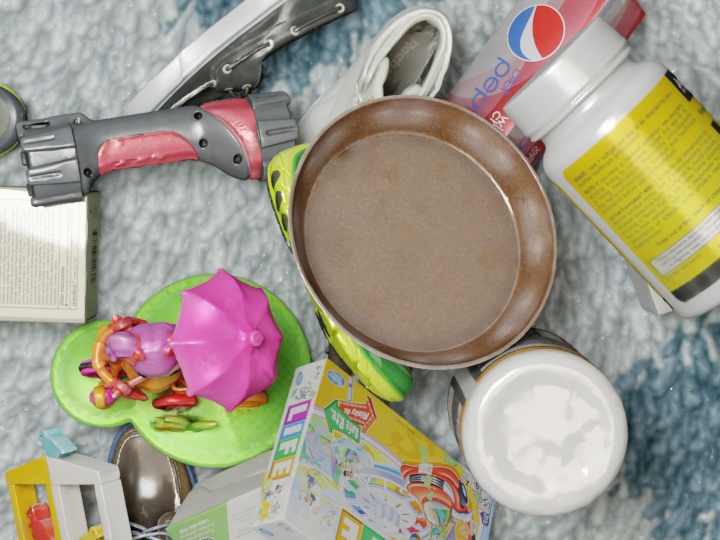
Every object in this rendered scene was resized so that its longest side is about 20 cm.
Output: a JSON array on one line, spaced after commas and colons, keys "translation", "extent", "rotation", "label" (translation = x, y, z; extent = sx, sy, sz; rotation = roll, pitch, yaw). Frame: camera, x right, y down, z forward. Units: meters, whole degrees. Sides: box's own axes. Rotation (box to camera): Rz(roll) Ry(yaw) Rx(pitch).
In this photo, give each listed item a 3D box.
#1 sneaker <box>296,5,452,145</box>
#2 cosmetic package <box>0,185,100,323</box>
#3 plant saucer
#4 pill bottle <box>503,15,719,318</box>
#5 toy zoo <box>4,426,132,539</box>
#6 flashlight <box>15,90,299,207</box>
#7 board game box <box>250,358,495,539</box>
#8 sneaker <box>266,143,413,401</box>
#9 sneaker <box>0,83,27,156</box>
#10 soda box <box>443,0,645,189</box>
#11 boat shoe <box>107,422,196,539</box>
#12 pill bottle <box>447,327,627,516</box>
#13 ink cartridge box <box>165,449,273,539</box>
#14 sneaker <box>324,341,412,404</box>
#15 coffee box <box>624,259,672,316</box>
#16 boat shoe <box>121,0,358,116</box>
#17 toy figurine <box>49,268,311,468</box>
[{"translation": [-0.001, -0.114, 1.359], "extent": [0.074, 0.116, 0.200], "rotation": [33, 94, -4], "label": "sneaker"}, {"translation": [-0.300, -0.015, 1.382], "extent": [0.199, 0.073, 0.104], "rotation": [3, 93, 0], "label": "cosmetic package"}, {"translation": [0.040, -0.024, 1.281], "extent": [0.200, 0.034, 0.201], "rotation": [6, 72, -18], "label": "plant saucer"}, {"translation": [0.201, -0.074, 1.283], "extent": [0.114, 0.114, 0.200], "rotation": [-44, 93, 2], "label": "pill bottle"}, {"translation": [-0.213, 0.216, 1.378], "extent": [0.020, 0.131, 0.201], "rotation": [-13, 94, -42], "label": "toy zoo"}, {"translation": [-0.146, -0.085, 1.341], "extent": [0.199, 0.068, 0.068], "rotation": [-12, 124, -12], "label": "flashlight"}, {"translation": [0.015, 0.174, 1.335], "extent": [0.200, 0.034, 0.135], "rotation": [40, 49, -31], "label": "board game box"}, {"translation": [0.000, 0.000, 1.315], "extent": [0.083, 0.074, 0.201], "rotation": [-22, 95, -6], "label": "sneaker"}, {"translation": [-0.351, -0.120, 1.372], "extent": [0.199, 0.081, 0.074], "rotation": [6, 93, -1], "label": "sneaker"}, {"translation": [0.124, -0.140, 1.371], "extent": [0.063, 0.070, 0.200], "rotation": [37, 92, 28], "label": "soda box"}, {"translation": [-0.157, 0.214, 1.396], "extent": [0.072, 0.072, 0.201], "rotation": [-6, 93, 1], "label": "boat shoe"}, {"translation": [0.122, 0.103, 1.328], "extent": [0.116, 0.200, 0.117], "rotation": [0, 95, -1], "label": "pill bottle"}, {"translation": [-0.039, 0.236, 1.373], "extent": [0.117, 0.067, 0.200], "rotation": [-25, 106, 26], "label": "ink cartridge box"}, {"translation": [0.005, 0.033, 1.402], "extent": [0.082, 0.077, 0.200], "rotation": [30, 92, 25], "label": "sneaker"}, {"translation": [0.293, -0.054, 1.382], "extent": [0.199, 0.080, 0.115], "rotation": [-19, 93, 1], "label": "coffee box"}, {"translation": [-0.090, -0.163, 1.380], "extent": [0.200, 0.069, 0.057], "rotation": [-39, 93, -1], "label": "boat shoe"}, {"translation": [-0.129, 0.057, 1.314], "extent": [0.199, 0.184, 0.151], "rotation": [0, 77, -5], "label": "toy figurine"}]
